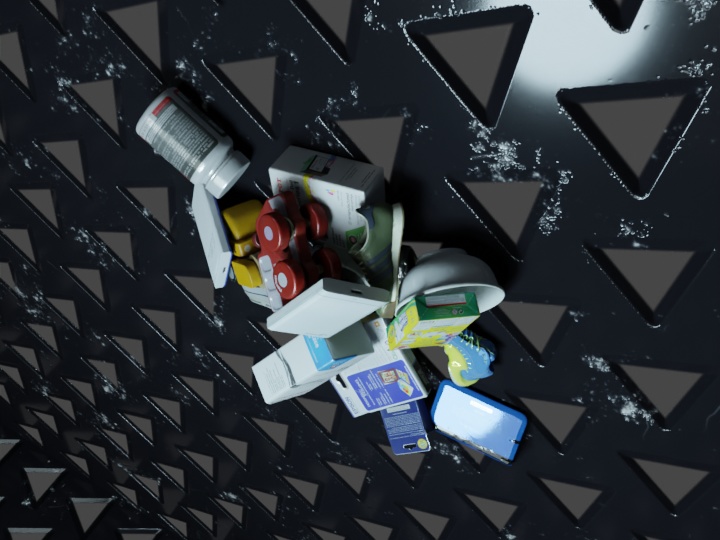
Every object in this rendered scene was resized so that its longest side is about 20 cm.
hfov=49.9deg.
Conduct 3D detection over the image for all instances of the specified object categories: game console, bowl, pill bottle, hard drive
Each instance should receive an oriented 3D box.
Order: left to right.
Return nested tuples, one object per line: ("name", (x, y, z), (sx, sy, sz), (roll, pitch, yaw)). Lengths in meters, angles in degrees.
("pill bottle", (-0.314, -0.238, 1.467), (0.200, 0.114, 0.114), (42, 141, -6))
("hard drive", (-0.304, -0.085, 1.576), (0.132, 0.025, 0.202), (116, 138, -55))
("hard drive", (-0.059, 0.068, 1.328), (0.130, 0.027, 0.199), (11, 153, -31))
("bowl", (0.150, 0.020, 1.362), (0.197, 0.092, 0.202), (-7, 160, -3))
("game console", (0.254, 0.330, 1.676), (0.197, 0.118, 0.173), (22, 108, 16))

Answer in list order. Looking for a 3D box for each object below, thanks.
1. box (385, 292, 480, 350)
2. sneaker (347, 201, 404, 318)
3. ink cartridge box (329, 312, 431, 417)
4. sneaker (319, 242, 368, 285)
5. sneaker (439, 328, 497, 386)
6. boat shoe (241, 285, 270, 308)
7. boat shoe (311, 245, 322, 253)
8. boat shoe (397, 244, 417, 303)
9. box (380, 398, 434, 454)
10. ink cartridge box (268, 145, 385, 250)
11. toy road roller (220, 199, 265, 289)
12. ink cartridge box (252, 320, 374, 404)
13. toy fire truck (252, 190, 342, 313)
("box", (0.119, 0.095, 1.354), (0.115, 0.049, 0.200), (-4, 157, -17))
("sneaker", (0.021, -0.019, 1.328), (0.088, 0.067, 0.204), (2, 105, -9))
("ink cartridge box", (0.020, 0.198, 1.619), (0.198, 0.047, 0.199), (-21, 108, 34))
("sneaker", (0.000, 0.000, 1.513), (0.198, 0.071, 0.099), (33, 165, -17))
("sneaker", (0.204, 0.132, 1.493), (0.103, 0.076, 0.202), (-12, 122, 21))
("boat shoe", (-0.174, 0.065, 1.690), (0.199, 0.075, 0.087), (9, 133, 33))
("boat shoe", (-0.075, 0.048, 1.602), (0.070, 0.070, 0.202), (10, 133, 29))
("boat shoe", (0.099, 0.038, 1.464), (0.065, 0.072, 0.203), (2, 125, 42))
("box", (0.090, 0.294, 1.683), (0.120, 0.032, 0.203), (-21, 84, 46))
("ink cartridge box", (-0.057, -0.128, 1.406), (0.197, 0.084, 0.146), (17, 136, 23))
("toy road roller", (-0.206, -0.057, 1.533), (0.199, 0.122, 0.148), (17, 127, 60))
("ink cartridge box", (-0.094, 0.176, 1.536), (0.199, 0.144, 0.085), (-34, 74, 30))
("toy fire truck", (-0.135, -0.030, 1.375), (0.167, 0.111, 0.203), (-15, 93, 49))
